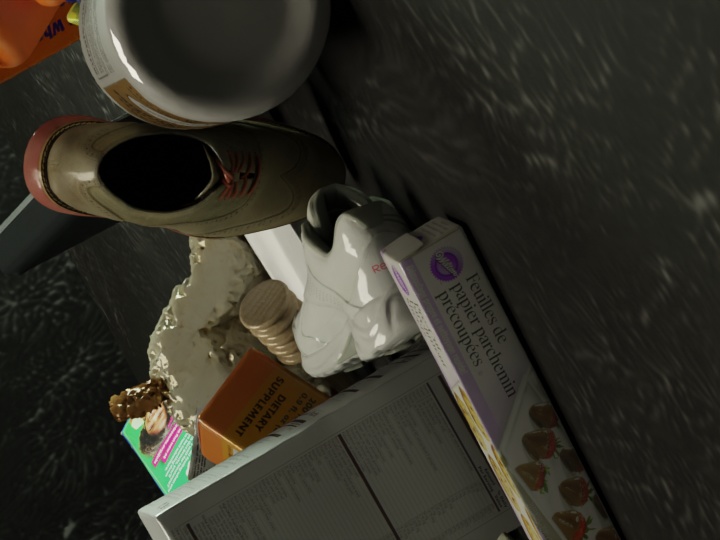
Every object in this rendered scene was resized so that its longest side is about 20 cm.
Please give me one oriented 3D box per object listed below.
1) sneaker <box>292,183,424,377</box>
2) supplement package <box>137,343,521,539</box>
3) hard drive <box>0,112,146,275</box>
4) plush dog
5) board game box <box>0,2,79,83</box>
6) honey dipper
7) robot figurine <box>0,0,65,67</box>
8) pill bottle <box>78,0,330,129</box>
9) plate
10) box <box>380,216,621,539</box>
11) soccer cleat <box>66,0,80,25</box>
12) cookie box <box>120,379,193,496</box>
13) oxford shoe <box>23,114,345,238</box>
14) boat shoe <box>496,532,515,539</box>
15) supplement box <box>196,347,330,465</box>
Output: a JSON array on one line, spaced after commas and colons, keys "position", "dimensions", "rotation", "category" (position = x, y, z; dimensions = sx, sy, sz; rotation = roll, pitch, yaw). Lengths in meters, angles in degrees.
[{"position": [0.000, 0.000, 1.581], "dimensions": [0.100, 0.078, 0.200], "rotation": [66, 162, 1], "category": "sneaker"}, {"position": [-0.009, 0.135, 1.605], "dimensions": [0.114, 0.200, 0.110], "rotation": [61, 170, -2], "category": "supplement package"}, {"position": [-0.135, -0.062, 1.692], "dimensions": [0.033, 0.139, 0.200], "rotation": [59, 153, 3], "category": "hard drive"}, {"position": [-0.081, 0.060, 2.009], "dimensions": [0.200, 0.160, 0.172], "rotation": [61, -162, 6], "category": "plush dog"}, {"position": [-0.276, -0.234, 1.882], "dimensions": [0.200, 0.199, 0.200], "rotation": [62, 171, -16], "category": "board game box"}, {"position": [-0.010, 0.074, 1.830], "dimensions": [0.200, 0.038, 0.038], "rotation": [47, -178, -42], "category": "honey dipper"}, {"position": [-0.204, -0.192, 1.567], "dimensions": [0.116, 0.200, 0.144], "rotation": [32, 168, -22], "category": "robot figurine"}, {"position": [-0.088, -0.131, 1.474], "dimensions": [0.115, 0.114, 0.200], "rotation": [61, 171, -7], "category": "pill bottle"}, {"position": [-0.062, -0.056, 1.822], "dimensions": [0.200, 0.032, 0.200], "rotation": [58, 170, 3], "category": "plate"}, {"position": [0.074, 0.068, 1.458], "dimensions": [0.200, 0.039, 0.041], "rotation": [63, 170, -16], "category": "box"}, {"position": [-0.131, -0.160, 1.707], "dimensions": [0.065, 0.084, 0.200], "rotation": [65, 169, -28], "category": "soccer cleat"}, {"position": [-0.063, 0.159, 2.099], "dimensions": [0.171, 0.075, 0.200], "rotation": [22, -168, -30], "category": "cookie box"}, {"position": [-0.082, -0.048, 1.556], "dimensions": [0.075, 0.200, 0.071], "rotation": [12, 102, 54], "category": "oxford shoe"}, {"position": [0.111, 0.224, 1.558], "dimensions": [0.199, 0.066, 0.075], "rotation": [53, 177, -40], "category": "boat shoe"}, {"position": [-0.005, 0.134, 1.788], "dimensions": [0.200, 0.067, 0.069], "rotation": [33, 160, 12], "category": "supplement box"}]
